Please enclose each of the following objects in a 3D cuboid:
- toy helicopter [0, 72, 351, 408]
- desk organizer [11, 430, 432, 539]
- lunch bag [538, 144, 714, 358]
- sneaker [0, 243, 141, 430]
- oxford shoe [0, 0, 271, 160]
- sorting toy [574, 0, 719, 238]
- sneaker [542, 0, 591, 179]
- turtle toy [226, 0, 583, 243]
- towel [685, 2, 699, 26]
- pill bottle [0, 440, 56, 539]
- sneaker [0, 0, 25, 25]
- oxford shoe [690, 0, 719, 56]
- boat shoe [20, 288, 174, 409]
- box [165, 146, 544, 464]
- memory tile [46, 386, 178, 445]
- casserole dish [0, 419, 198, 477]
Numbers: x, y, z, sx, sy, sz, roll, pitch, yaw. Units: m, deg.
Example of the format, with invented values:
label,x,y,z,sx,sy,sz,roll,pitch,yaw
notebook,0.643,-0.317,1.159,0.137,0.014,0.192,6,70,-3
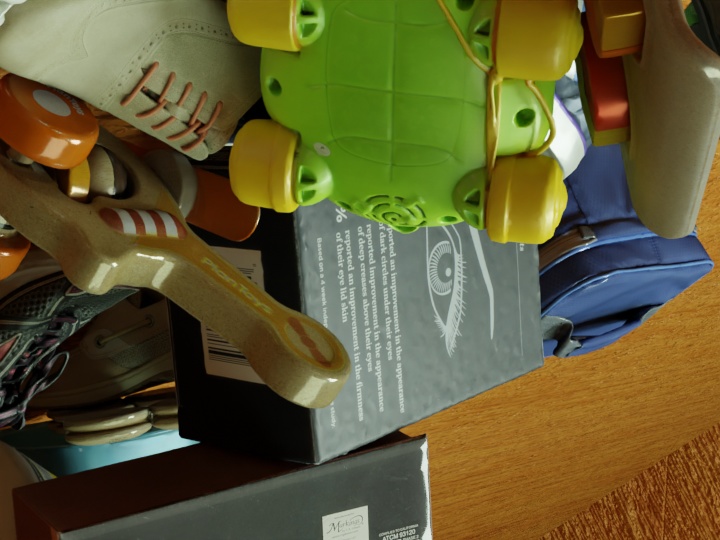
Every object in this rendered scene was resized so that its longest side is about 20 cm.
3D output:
label,x,y,z,sx,sy,sz,roll,pitch,yaw
toy helicopter,-0.085,-0.011,0.711,0.079,0.199,0.132,-53,178,21
desk organizer,-0.067,0.128,0.800,0.198,0.073,0.077,-11,-164,-29
lunch bag,0.150,-0.008,1.145,0.199,0.133,0.136,-9,154,-46
sneaker,-0.197,0.049,0.885,0.199,0.075,0.081,-33,162,12
oxford shoe,-0.081,-0.089,0.681,0.071,0.074,0.199,-39,159,31
sorting toy,0.096,-0.128,0.639,0.036,0.202,0.185,-14,162,2
sneaker,0.093,-0.154,0.795,0.147,0.080,0.200,-55,138,-16
turtle toy,0.023,-0.105,0.663,0.101,0.144,0.202,-67,163,-55
towel,0.233,-0.178,0.853,0.200,0.031,0.149,-47,162,-9
pill bottle,-0.187,0.173,0.895,0.111,0.113,0.200,-29,150,3
sneaker,-0.138,-0.107,0.546,0.199,0.082,0.075,-28,160,-7
oxford shoe,0.170,-0.154,0.710,0.072,0.201,0.084,-38,-159,-8
boat shoe,-0.131,0.039,0.979,0.198,0.066,0.072,-16,178,28
box,0.000,0.000,0.852,0.104,0.150,0.199,5,-166,41
memory tile,-0.089,0.079,0.977,0.198,0.017,0.153,-9,-179,-18
casserole dish,-0.177,0.118,1.025,0.120,0.039,0.199,-8,-178,-37
